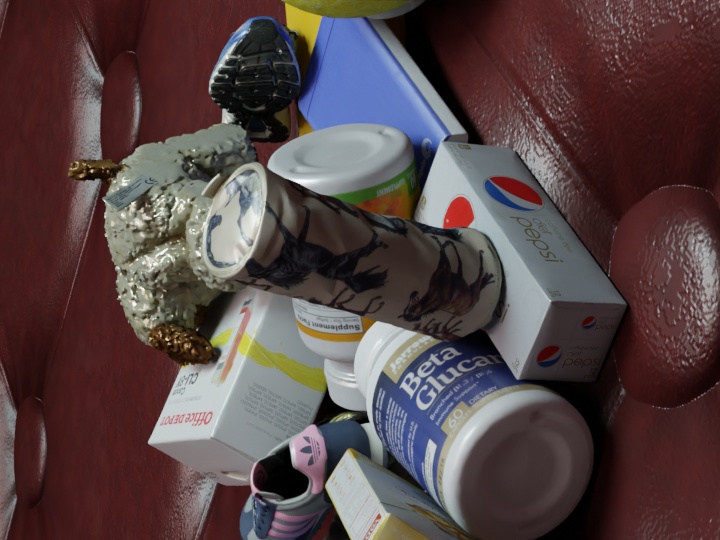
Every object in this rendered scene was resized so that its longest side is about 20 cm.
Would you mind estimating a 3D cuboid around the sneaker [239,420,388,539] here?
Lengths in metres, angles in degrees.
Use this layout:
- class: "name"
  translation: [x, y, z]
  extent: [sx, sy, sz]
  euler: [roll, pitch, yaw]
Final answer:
- class: "sneaker"
  translation: [-0.059, 0.163, 1.547]
  extent: [0.200, 0.082, 0.071]
  euler: [-45, 50, 48]

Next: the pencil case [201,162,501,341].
- class: "pencil case"
  translation: [-0.008, -0.012, 1.356]
  extent: [0.078, 0.199, 0.090]
  euler: [-64, 29, 19]

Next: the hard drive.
- class: "hard drive"
  translation: [0.014, -0.120, 1.621]
  extent: [0.200, 0.025, 0.132]
  euler: [57, 143, 38]

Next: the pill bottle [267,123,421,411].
- class: "pill bottle"
  translation: [0.000, 0.000, 1.542]
  extent: [0.111, 0.111, 0.201]
  euler: [-141, 37, -59]

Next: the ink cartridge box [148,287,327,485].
- class: "ink cartridge box"
  translation: [-0.083, 0.071, 1.699]
  extent: [0.145, 0.083, 0.201]
  euler: [-14, 51, 62]

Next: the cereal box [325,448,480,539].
- class: "cereal box"
  translation: [0.054, 0.188, 1.358]
  extent: [0.040, 0.143, 0.200]
  euler: [-57, 11, 1]

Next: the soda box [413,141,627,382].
- class: "soda box"
  translation: [0.108, -0.009, 1.416]
  extent: [0.200, 0.063, 0.068]
  euler: [59, 138, 48]

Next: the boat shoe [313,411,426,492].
- class: "boat shoe"
  translation: [0.006, 0.138, 1.587]
  extent: [0.072, 0.061, 0.201]
  euler: [-53, 27, -14]

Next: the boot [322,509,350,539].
- class: "boot"
  translation: [0.009, 0.256, 1.600]
  extent: [0.200, 0.067, 0.131]
  euler: [55, 130, 50]

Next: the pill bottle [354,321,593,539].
- class: "pill bottle"
  translation: [0.070, 0.100, 1.427]
  extent: [0.200, 0.110, 0.112]
  euler: [41, 124, 58]

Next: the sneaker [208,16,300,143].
- class: "sneaker"
  translation: [-0.091, -0.178, 1.739]
  extent: [0.200, 0.078, 0.090]
  euler: [111, 159, -74]

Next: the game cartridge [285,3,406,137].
- class: "game cartridge"
  translation: [-0.014, -0.219, 1.734]
  extent: [0.176, 0.032, 0.201]
  euler: [-31, 63, 60]

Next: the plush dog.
- class: "plush dog"
  translation: [-0.162, -0.013, 1.692]
  extent: [0.200, 0.159, 0.173]
  euler: [-97, 9, -59]

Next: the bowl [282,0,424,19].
- class: "bowl"
  translation: [0.009, -0.260, 1.573]
  extent: [0.108, 0.199, 0.201]
  euler: [57, -175, -45]
